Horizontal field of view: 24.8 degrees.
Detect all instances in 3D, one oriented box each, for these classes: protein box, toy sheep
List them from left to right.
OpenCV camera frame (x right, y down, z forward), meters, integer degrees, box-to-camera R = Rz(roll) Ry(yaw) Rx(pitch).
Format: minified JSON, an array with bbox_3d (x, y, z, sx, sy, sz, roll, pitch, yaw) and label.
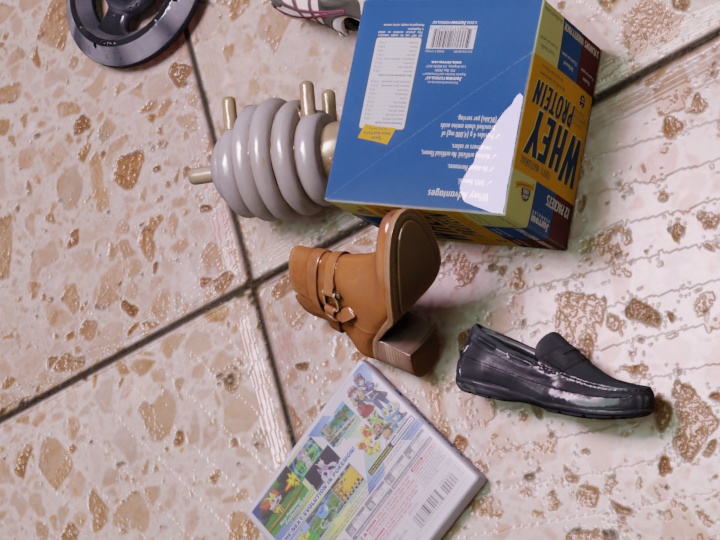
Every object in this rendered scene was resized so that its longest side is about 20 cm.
[{"bbox_3d":[-0.084,-0.114,1.658,0.199,0.138,0.139,-9,73,26],"label":"toy sheep"},{"bbox_3d":[0.097,-0.138,1.544,0.198,0.135,0.201,6,80,33],"label":"protein box"}]

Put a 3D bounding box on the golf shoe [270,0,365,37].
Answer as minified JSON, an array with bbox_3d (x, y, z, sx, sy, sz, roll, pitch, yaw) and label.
[{"bbox_3d":[-0.034,-0.272,1.666,0.077,0.200,0.088,-37,98,-11],"label":"golf shoe"}]

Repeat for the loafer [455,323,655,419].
[{"bbox_3d":[0.174,0.091,1.475,0.200,0.068,0.071,10,92,37],"label":"loafer"}]

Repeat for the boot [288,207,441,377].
[{"bbox_3d":[0.000,0.000,1.552,0.155,0.201,0.077,28,59,32],"label":"boot"}]

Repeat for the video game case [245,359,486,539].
[{"bbox_3d":[0.001,0.219,1.580,0.182,0.022,0.200,43,102,33],"label":"video game case"}]

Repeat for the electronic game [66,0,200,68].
[{"bbox_3d":[-0.259,-0.329,1.877,0.199,0.042,0.201,-8,74,29],"label":"electronic game"}]
